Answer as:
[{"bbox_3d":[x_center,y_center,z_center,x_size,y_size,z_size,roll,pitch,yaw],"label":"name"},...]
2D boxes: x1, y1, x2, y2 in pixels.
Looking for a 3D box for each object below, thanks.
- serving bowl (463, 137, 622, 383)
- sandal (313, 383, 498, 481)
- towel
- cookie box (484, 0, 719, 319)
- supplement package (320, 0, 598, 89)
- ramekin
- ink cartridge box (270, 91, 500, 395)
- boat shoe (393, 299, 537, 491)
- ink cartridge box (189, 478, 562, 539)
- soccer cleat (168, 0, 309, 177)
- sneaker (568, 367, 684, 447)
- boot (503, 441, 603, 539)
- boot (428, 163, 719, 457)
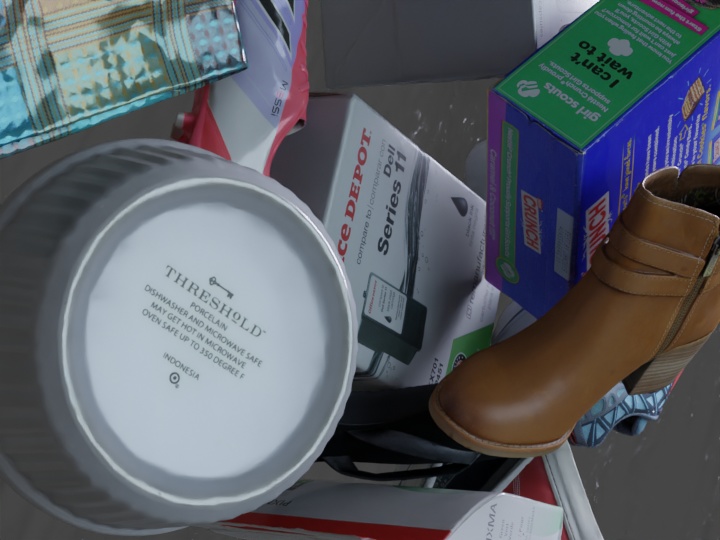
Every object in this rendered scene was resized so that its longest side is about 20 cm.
[{"bbox_3d":[0.160,-0.024,1.314,0.200,0.066,0.201,37,30,-25],"label":"serving bowl"},{"bbox_3d":[0.012,0.101,1.122,0.198,0.076,0.043,0,56,-20],"label":"sandal"},{"bbox_3d":[-0.149,-0.139,0.937,0.199,0.022,0.148,-23,110,-32],"label":"towel"},{"bbox_3d":[0.164,-0.085,1.157,0.200,0.075,0.172,-40,150,-27],"label":"cookie box"},{"bbox_3d":[0.064,-0.218,1.182,0.111,0.155,0.202,-11,99,-55],"label":"supplement package"},{"bbox_3d":[-0.092,0.034,0.949,0.201,0.094,0.205,0,91,-29],"label":"ramekin"},{"bbox_3d":[0.000,0.000,1.152,0.200,0.082,0.148,33,64,-51],"label":"ink cartridge box"},{"bbox_3d":[0.097,0.091,1.218,0.073,0.065,0.201,30,102,-17],"label":"boat shoe"},{"bbox_3d":[-0.003,0.135,1.081,0.199,0.160,0.051,26,69,-52],"label":"ink cartridge box"},{"bbox_3d":[-0.055,-0.120,1.071,0.076,0.067,0.202,17,77,-12],"label":"soccer cleat"},{"bbox_3d":[0.201,0.073,1.466,0.199,0.079,0.097,-23,118,-44],"label":"sneaker"},{"bbox_3d":[0.079,0.171,1.281,0.201,0.143,0.073,-105,-176,-59],"label":"boot"},{"bbox_3d":[0.137,0.020,1.077,0.198,0.077,0.156,-11,141,-30],"label":"boot"}]
